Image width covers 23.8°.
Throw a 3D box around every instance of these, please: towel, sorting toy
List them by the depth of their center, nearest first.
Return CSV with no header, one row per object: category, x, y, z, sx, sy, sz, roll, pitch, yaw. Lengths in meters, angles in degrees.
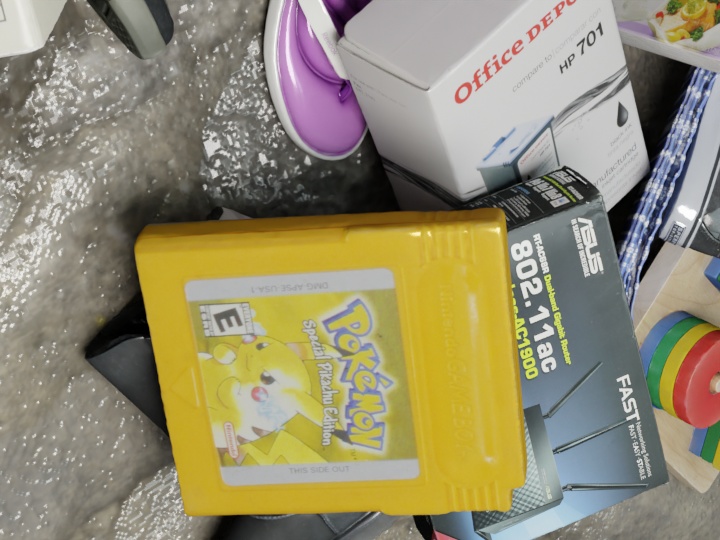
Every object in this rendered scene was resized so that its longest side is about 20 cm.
towel,0.201,-0.058,1.136,0.024,0.145,0.201,22,93,5
sorting toy,0.275,0.051,1.227,0.200,0.069,0.200,-57,138,-6

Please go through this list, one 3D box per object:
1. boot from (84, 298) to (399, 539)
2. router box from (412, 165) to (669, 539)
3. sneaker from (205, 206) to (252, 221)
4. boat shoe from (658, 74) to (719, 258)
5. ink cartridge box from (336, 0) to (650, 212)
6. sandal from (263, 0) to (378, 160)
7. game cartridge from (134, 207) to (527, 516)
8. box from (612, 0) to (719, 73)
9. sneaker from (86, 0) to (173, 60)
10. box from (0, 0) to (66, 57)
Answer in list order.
boot,-0.093,0.112,1.018,0.164,0.066,0.200,-38,118,6
router box,0.085,0.059,0.998,0.149,0.062,0.201,-21,113,-10
sneaker,0.000,0.000,1.023,0.199,0.075,0.087,29,104,-25
boat shoe,0.262,-0.102,1.148,0.068,0.074,0.201,20,71,3
ink cartridge box,0.086,-0.099,1.038,0.146,0.086,0.201,-42,141,-16
sandal,-0.011,-0.162,1.001,0.082,0.050,0.204,-7,109,-32
game cartridge,-0.013,0.055,0.930,0.198,0.032,0.178,-2,115,13
box,0.188,-0.154,1.045,0.041,0.200,0.039,26,93,-36
sneaker,-0.121,-0.215,0.894,0.114,0.076,0.200,-30,114,-16
box,-0.221,-0.200,0.784,0.127,0.109,0.201,-8,114,3
